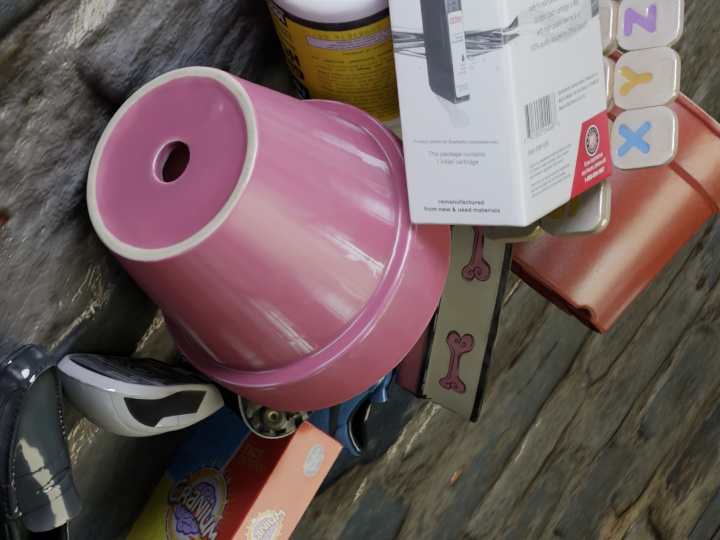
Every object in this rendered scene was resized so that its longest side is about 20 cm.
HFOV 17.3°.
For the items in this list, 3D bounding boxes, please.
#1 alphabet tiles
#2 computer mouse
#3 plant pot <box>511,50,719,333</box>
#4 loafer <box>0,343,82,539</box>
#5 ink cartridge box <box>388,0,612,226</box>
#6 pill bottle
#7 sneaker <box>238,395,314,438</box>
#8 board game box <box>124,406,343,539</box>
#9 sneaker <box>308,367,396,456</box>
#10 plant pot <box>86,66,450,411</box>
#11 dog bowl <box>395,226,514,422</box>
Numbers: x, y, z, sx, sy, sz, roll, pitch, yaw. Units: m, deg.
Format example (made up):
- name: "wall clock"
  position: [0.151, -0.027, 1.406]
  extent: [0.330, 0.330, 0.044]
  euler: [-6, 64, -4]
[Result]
- name: "alphabet tiles"
  position: [0.128, -0.120, 1.581]
  extent: [0.015, 0.195, 0.202]
  euler: [16, 75, -49]
- name: "computer mouse"
  position: [-0.135, 0.086, 1.584]
  extent: [0.200, 0.109, 0.044]
  euler: [6, 104, -57]
- name: "plant pot"
  position: [0.209, -0.065, 2.052]
  extent: [0.196, 0.200, 0.201]
  euler: [-52, 157, -2]
- name: "loafer"
  position: [-0.206, 0.133, 1.497]
  extent: [0.068, 0.070, 0.202]
  euler: [-39, 149, -44]
- name: "ink cartridge box"
  position: [0.087, -0.141, 1.466]
  extent: [0.144, 0.083, 0.201]
  euler: [-29, 117, -58]
- name: "pill bottle"
  position: [0.001, -0.164, 1.556]
  extent: [0.113, 0.112, 0.200]
  euler: [-54, 156, -19]
- name: "sneaker"
  position: [-0.055, 0.022, 1.610]
  extent: [0.073, 0.071, 0.201]
  euler: [130, -35, -62]
- name: "board game box"
  position: [-0.109, 0.187, 1.686]
  extent: [0.040, 0.153, 0.201]
  euler: [35, 81, -26]
- name: "sneaker"
  position: [0.007, 0.051, 1.868]
  extent: [0.066, 0.078, 0.201]
  euler: [-15, 127, -59]
- name: "plant pot"
  position: [-0.069, -0.032, 1.477]
  extent: [0.179, 0.199, 0.201]
  euler: [34, 84, -52]
- name: "dog bowl"
  position: [0.077, 0.017, 1.901]
  extent: [0.200, 0.073, 0.202]
  euler: [10, 90, -90]
